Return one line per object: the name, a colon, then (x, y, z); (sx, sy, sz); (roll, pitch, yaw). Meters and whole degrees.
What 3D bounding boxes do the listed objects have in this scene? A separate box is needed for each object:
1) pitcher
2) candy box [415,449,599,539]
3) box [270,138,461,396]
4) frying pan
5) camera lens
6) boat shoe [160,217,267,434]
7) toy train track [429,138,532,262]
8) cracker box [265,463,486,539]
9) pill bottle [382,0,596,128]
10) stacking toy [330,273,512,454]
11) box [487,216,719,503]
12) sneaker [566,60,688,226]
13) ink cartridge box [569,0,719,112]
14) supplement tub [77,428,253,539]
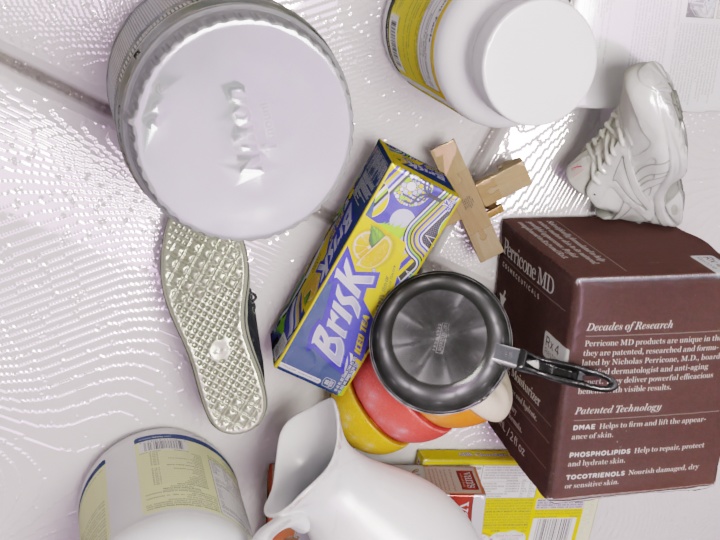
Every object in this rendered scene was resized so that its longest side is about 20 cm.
pitcher: (0.003, 0.230, 0.872); (0.200, 0.172, 0.121); (44, 137, -19)
candy box: (0.143, 0.227, 1.061); (0.198, 0.026, 0.103); (4, 107, -17)
box: (0.000, 0.000, 0.893); (0.070, 0.064, 0.201); (25, 108, -18)
frying pan: (0.092, 0.076, 0.835); (0.189, 0.031, 0.115); (35, 82, 14)
camera lens: (-0.097, -0.120, 0.768); (0.158, 0.200, 0.162); (-5, 111, -15)
boat shoe: (-0.121, 0.035, 0.896); (0.074, 0.062, 0.202); (-13, 97, -6)
toy train track: (0.052, -0.045, 0.934); (0.199, 0.033, 0.115); (-26, 115, 2)
cracker box: (0.010, 0.252, 0.997); (0.198, 0.058, 0.135); (1, 109, -6)
pill bottle: (0.095, -0.171, 0.805); (0.111, 0.200, 0.114); (-6, 111, -14)
stacking toy: (0.020, 0.111, 0.946); (0.199, 0.147, 0.146); (-36, 116, 18)
box: (0.217, 0.071, 0.948); (0.162, 0.166, 0.202); (-2, 110, -14)
sneaker: (0.222, -0.094, 0.903); (0.098, 0.079, 0.201); (-8, 147, 12)
ink cartridge box: (0.263, -0.194, 0.916); (0.198, 0.050, 0.110); (1, 110, -8)
supplement tub: (-0.157, 0.236, 0.880); (0.143, 0.200, 0.147); (-5, 111, -14)
